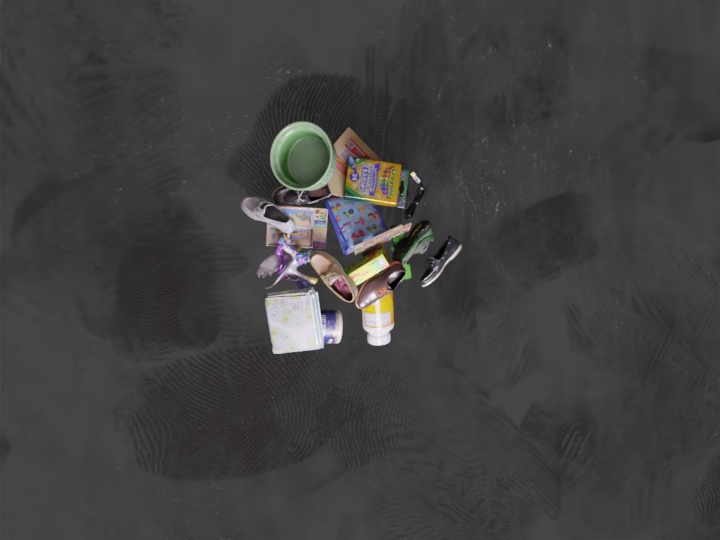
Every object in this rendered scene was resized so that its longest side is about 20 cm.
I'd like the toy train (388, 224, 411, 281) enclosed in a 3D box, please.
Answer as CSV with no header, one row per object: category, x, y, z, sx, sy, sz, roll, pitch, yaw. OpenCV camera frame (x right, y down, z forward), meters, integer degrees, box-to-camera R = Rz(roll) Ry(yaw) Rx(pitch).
toy train,0.138,-0.061,1.820,0.056,0.042,0.203,-15,108,-18

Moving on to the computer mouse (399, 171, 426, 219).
computer mouse,0.135,-0.279,1.734,0.199,0.046,0.141,41,74,-21

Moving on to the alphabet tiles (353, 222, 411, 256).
alphabet tiles,0.070,-0.100,1.698,0.197,0.167,0.008,-24,82,-2

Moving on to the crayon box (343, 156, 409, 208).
crayon box,0.052,-0.274,1.658,0.196,0.052,0.128,8,85,-4

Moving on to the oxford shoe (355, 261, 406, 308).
oxford shoe,0.063,0.052,1.697,0.200,0.073,0.071,-45,114,4

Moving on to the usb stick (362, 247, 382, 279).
usb stick,0.032,-0.060,1.801,0.055,0.033,0.203,-14,108,-1

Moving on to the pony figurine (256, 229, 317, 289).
pony figurine,-0.227,-0.016,1.709,0.199,0.166,0.194,36,91,-35

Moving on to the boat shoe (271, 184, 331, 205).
boat shoe,-0.183,-0.246,1.688,0.196,0.068,0.073,-10,108,-8

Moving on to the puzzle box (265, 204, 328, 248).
puzzle box,-0.207,-0.141,1.732,0.196,0.025,0.135,1,105,-13

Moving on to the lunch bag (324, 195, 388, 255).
lunch bag,-0.018,-0.175,1.713,0.149,0.094,0.203,-22,84,-12

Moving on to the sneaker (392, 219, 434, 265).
sneaker,0.184,-0.076,1.780,0.200,0.078,0.086,-45,119,-23

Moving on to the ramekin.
ramekin,-0.165,-0.339,1.614,0.196,0.098,0.204,0,91,14

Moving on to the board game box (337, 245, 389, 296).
board game box,0.000,0.000,1.750,0.198,0.102,0.048,-31,104,12

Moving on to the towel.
towel,-0.209,0.160,1.693,0.168,0.048,0.204,-6,101,7

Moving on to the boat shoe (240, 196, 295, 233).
boat shoe,-0.286,-0.186,1.639,0.198,0.067,0.074,24,72,12

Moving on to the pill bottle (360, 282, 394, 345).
pill bottle,0.059,0.146,1.820,0.109,0.111,0.204,-6,106,-10

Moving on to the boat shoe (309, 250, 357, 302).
boat shoe,-0.082,0.019,1.670,0.200,0.067,0.074,43,104,-12

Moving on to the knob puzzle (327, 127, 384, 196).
knob puzzle,-0.037,-0.320,1.698,0.216,0.030,0.224,1,88,-24

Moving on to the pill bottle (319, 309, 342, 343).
pill bottle,-0.165,0.186,1.783,0.196,0.111,0.113,2,105,-12

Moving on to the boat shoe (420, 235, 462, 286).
boat shoe,0.263,-0.036,1.835,0.066,0.075,0.200,42,93,-17
